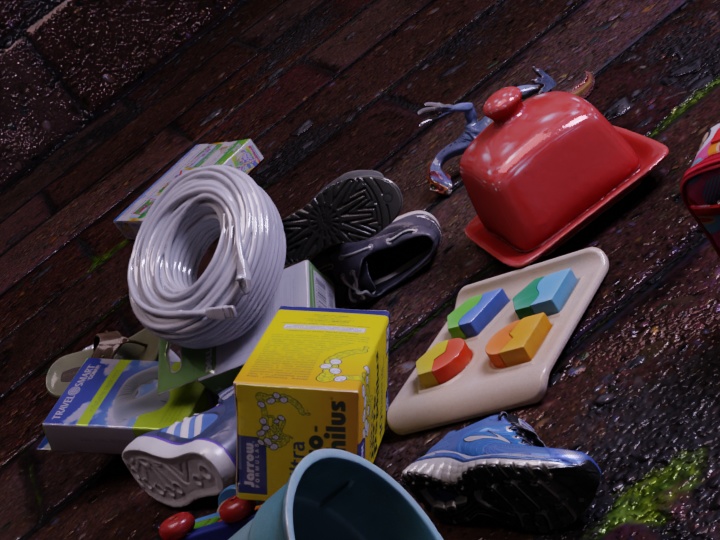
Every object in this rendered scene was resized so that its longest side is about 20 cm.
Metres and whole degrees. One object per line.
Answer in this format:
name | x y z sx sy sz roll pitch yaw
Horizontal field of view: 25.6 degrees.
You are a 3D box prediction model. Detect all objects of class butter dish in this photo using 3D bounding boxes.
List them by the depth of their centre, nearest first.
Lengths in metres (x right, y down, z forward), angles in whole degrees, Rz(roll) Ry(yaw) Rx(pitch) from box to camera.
butter dish | 0.177 -0.120 1.612 0.199 0.148 0.200 -38 19 -2

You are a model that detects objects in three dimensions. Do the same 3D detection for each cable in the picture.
cable | -0.166 -0.015 1.709 0.199 0.069 0.201 -16 59 39

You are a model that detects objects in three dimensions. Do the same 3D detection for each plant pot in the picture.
plant pot | -0.052 0.262 1.130 0.196 0.200 0.201 -35 19 24

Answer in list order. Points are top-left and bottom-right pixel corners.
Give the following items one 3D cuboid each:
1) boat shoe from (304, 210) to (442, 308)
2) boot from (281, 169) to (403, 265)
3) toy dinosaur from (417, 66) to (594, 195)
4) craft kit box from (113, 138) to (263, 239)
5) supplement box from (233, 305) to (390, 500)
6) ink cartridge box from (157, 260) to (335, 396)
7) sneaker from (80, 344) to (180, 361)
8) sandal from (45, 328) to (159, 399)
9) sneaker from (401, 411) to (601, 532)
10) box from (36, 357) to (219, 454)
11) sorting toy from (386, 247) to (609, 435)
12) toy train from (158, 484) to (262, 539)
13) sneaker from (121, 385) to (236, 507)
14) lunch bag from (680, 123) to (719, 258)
boat shoe | 0.000 0.000 1.750 0.199 0.073 0.063 -29 17 7
boot | -0.007 -0.073 1.773 0.181 0.073 0.200 -18 4 25
toy dinosaur | 0.163 -0.152 1.864 0.199 0.106 0.181 -5 -19 -41
craft kit box | -0.272 -0.127 2.493 0.200 0.049 0.197 -45 20 -21
supplement box | -0.038 0.116 1.411 0.109 0.110 0.200 3 19 9
ink cartridge box | -0.123 0.076 1.725 0.199 0.059 0.104 -21 51 22
sneaker | -0.306 0.137 1.953 0.199 0.075 0.081 -14 39 46
sandal | -0.307 0.109 1.882 0.200 0.057 0.080 -19 49 28
sneaker | 0.116 0.147 1.245 0.200 0.079 0.089 -5 39 55
box | -0.261 0.153 1.779 0.199 0.048 0.122 0 36 22
sorting toy | 0.125 0.060 1.474 0.184 0.037 0.200 -18 28 39
toy train | -0.074 0.220 1.408 0.199 0.085 0.116 -21 10 29
sneaker | -0.144 0.168 1.629 0.146 0.081 0.200 -40 16 -34
lunch bag | 0.347 -0.064 1.185 0.199 0.177 0.082 -15 29 45
